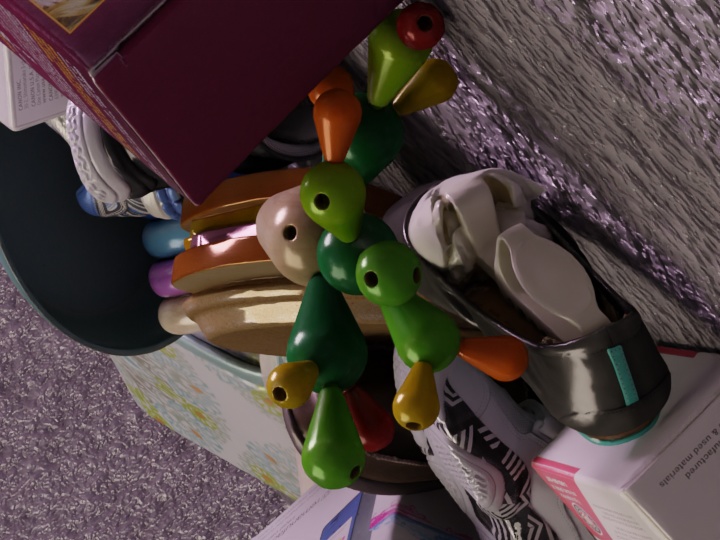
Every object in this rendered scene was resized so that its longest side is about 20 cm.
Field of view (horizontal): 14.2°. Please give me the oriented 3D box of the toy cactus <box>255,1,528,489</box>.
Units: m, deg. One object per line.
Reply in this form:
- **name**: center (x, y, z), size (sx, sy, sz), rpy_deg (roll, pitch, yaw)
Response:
- **toy cactus**: center (0.001, -0.014, 1.214), size (0.165, 0.102, 0.200), rpy_deg (-158, 66, -71)

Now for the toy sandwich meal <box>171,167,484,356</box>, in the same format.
- **toy sandwich meal**: center (0.000, 0.000, 1.409), size (0.205, 0.070, 0.205), rpy_deg (0, 172, 0)

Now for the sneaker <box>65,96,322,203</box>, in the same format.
- **sneaker**: center (-0.056, -0.082, 1.417), size (0.200, 0.114, 0.076), rpy_deg (-34, -67, -66)

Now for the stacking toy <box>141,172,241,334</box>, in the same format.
- **stacking toy**: center (-0.097, -0.071, 1.557), size (0.085, 0.085, 0.200), rpy_deg (-170, 61, -76)

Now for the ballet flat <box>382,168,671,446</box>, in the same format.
- **ballet flat**: center (0.068, -0.004, 1.237), size (0.200, 0.068, 0.068), rpy_deg (42, 158, 46)

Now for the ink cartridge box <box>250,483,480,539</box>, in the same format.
- **ink cartridge box**: center (0.003, 0.175, 1.453), size (0.088, 0.145, 0.200), rpy_deg (39, -151, -15)

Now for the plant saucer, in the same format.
- **plant saucer**: center (-0.146, -0.051, 1.580), size (0.036, 0.200, 0.200), rpy_deg (-8, 134, 37)

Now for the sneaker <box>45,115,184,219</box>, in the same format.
- **sneaker**: center (-0.145, -0.113, 1.484), size (0.077, 0.085, 0.200), rpy_deg (-42, -63, -60)

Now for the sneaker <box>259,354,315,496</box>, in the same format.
- **sneaker**: center (0.004, 0.074, 1.555), size (0.080, 0.071, 0.200), rpy_deg (8, 132, 28)

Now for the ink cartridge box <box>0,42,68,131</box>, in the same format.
- **ink cartridge box**: center (-0.203, -0.193, 1.425), size (0.176, 0.045, 0.200), rpy_deg (37, 138, 44)

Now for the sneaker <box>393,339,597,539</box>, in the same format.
- **sneaker**: center (0.103, 0.088, 1.351), size (0.200, 0.115, 0.075), rpy_deg (57, 169, -13)

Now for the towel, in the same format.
- **towel**: center (-0.078, 0.061, 1.698), size (0.200, 0.048, 0.171), rpy_deg (27, 158, 33)

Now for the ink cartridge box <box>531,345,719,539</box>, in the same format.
- **ink cartridge box**: center (0.182, 0.133, 1.253), size (0.200, 0.083, 0.147), rpy_deg (48, 171, -9)

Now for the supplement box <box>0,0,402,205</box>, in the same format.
- **supplement box**: center (-0.098, -0.143, 1.166), size (0.200, 0.131, 0.103), rpy_deg (41, 172, 36)

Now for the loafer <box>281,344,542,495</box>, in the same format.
- **loafer**: center (0.055, 0.066, 1.413), size (0.071, 0.200, 0.073), rpy_deg (-44, 49, 48)
